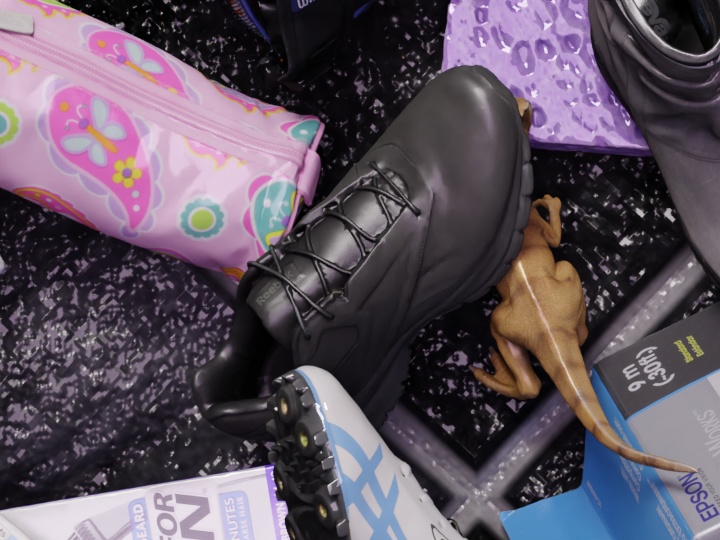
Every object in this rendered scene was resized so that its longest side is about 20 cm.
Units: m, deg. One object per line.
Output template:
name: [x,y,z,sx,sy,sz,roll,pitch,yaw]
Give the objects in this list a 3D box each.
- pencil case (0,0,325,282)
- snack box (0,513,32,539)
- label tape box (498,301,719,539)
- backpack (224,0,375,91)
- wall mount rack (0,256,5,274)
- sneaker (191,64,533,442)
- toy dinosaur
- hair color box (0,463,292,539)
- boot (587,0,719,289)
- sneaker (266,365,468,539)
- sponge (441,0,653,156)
pencil case: [-0.117,-0.066,1.109,0.200,0.087,0.088,25,88,-13]
snack box: [-0.140,0.158,1.075,0.200,0.024,0.072,38,79,13]
label tape box: [0.158,0.080,1.076,0.200,0.143,0.066,-24,120,0]
backpack: [-0.019,-0.209,1.080,0.200,0.191,0.154,-40,59,-2]
wall mount rack: [-0.259,-0.010,1.119,0.174,0.075,0.200,38,92,-17]
sneaker: [0.000,0.000,1.083,0.076,0.091,0.200,45,116,34]
toy dinosaur: [0.078,0.023,1.096,0.060,0.106,0.200,-18,67,-5]
hair color box: [-0.105,0.151,1.127,0.200,0.065,0.109,-10,85,3]
boot: [0.144,-0.064,1.044,0.070,0.132,0.200,-36,68,-2]
sneaker: [0.025,0.125,1.071,0.072,0.072,0.200,-31,94,-22]
sponge: [0.138,-0.106,1.150,0.200,0.030,0.112,5,85,4]
